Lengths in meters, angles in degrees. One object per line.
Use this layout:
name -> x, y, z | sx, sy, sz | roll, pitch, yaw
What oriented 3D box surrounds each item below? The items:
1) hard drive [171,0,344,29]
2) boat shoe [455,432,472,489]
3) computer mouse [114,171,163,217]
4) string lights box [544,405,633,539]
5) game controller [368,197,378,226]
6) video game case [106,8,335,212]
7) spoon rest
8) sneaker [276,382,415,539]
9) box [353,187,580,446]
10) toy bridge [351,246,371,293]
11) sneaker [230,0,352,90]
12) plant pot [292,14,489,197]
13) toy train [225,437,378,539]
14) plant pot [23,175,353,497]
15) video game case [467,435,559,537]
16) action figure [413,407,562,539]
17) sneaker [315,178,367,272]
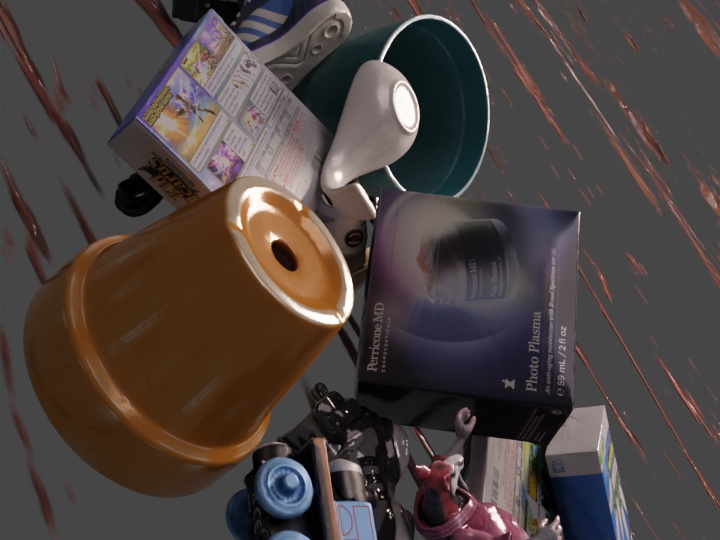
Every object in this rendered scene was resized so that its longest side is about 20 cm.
hard drive -> -0.118, -0.325, 1.222 | 0.197, 0.038, 0.140 | 7, 37, -11
boat shoe -> 0.136, 0.173, 1.133 | 0.056, 0.069, 0.200 | 12, 35, 18
computer mouse -> -0.129, -0.017, 0.908 | 0.109, 0.044, 0.201 | -26, 80, -33
string lights box -> 0.253, 0.262, 1.125 | 0.103, 0.058, 0.202 | -51, 128, -63
game controller -> 0.072, -0.041, 1.317 | 0.200, 0.042, 0.104 | 48, 41, -9
video game case -> -0.111, -0.112, 0.920 | 0.181, 0.045, 0.201 | 45, 35, -21
spoon rest -> 0.008, -0.123, 0.982 | 0.100, 0.060, 0.201 | 58, 36, -31
sneaker -> -0.018, 0.178, 0.864 | 0.114, 0.075, 0.201 | 39, 26, -19
box -> 0.099, 0.044, 0.985 | 0.124, 0.196, 0.202 | 93, 3, -65
toy bridge -> 0.000, 0.000, 1.107 | 0.027, 0.067, 0.199 | 59, 27, 13
sneaker -> -0.118, -0.264, 1.122 | 0.147, 0.199, 0.081 | 55, 3, 27
plant pot -> 0.012, -0.175, 1.162 | 0.199, 0.187, 0.203 | -6, 98, -47
toy train -> -0.030, 0.220, 0.744 | 0.113, 0.087, 0.202 | 9, 53, -28
plant pot -> -0.111, 0.033, 0.757 | 0.200, 0.183, 0.201 | 38, 30, -27
video game case -> 0.162, 0.213, 1.064 | 0.182, 0.022, 0.202 | 47, 40, -41
action figure -> 0.082, 0.219, 0.863 | 0.200, 0.148, 0.134 | 52, -1, -39
sneaker -> -0.041, -0.092, 1.079 | 0.073, 0.089, 0.200 | -9, 39, -29
